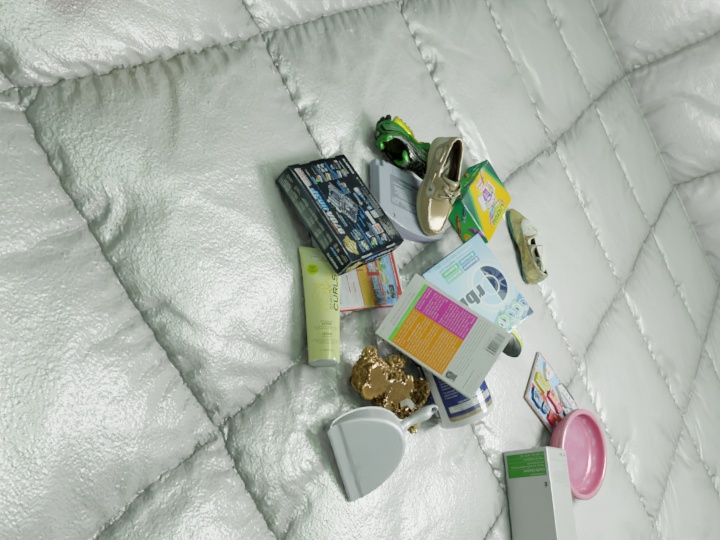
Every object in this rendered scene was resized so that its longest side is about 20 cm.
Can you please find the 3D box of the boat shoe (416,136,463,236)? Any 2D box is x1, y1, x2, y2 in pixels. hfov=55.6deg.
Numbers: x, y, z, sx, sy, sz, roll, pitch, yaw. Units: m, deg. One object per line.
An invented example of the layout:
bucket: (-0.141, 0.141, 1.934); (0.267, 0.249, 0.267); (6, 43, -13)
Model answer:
boat shoe: (0.163, -0.166, 1.354); (0.072, 0.065, 0.201); (10, 91, -32)

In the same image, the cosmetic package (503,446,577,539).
cosmetic package: (0.362, 0.465, 1.373); (0.085, 0.107, 0.201); (21, 58, -42)

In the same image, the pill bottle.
pill bottle: (0.163, 0.180, 1.267); (0.111, 0.111, 0.201); (-22, 91, -50)

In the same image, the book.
book: (0.145, 0.113, 1.196); (0.200, 0.048, 0.134); (34, 83, 11)

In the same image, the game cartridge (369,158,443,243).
game cartridge: (0.093, -0.131, 1.381); (0.200, 0.040, 0.134); (21, 55, -41)

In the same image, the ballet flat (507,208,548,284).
ballet flat: (0.423, -0.066, 1.699); (0.071, 0.071, 0.201); (1, 73, -48)

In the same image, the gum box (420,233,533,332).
gum box: (0.230, 0.053, 1.375); (0.170, 0.045, 0.200); (-35, 88, -28)

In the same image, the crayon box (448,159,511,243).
crayon box: (0.271, -0.154, 1.571); (0.119, 0.058, 0.200); (54, 42, -17)

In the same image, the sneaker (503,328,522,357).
sneaker: (0.266, 0.134, 1.444); (0.200, 0.074, 0.081); (38, 55, -22)

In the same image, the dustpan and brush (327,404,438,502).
dustpan and brush: (0.047, 0.267, 1.105); (0.199, 0.057, 0.140); (-20, 104, -15)

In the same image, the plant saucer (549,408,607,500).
plant saucer: (0.496, 0.420, 1.568); (0.200, 0.051, 0.202); (9, 77, -41)

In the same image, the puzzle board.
puzzle board: (0.459, 0.311, 1.616); (0.200, 0.017, 0.151); (52, 43, -20)

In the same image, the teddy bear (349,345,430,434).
teddy bear: (0.048, 0.207, 1.171); (0.200, 0.067, 0.146); (15, 81, -45)

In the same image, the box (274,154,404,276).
box: (-0.033, -0.102, 1.179); (0.159, 0.046, 0.200); (-24, 77, -50)

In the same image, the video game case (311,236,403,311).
video game case: (0.000, 0.000, 1.233); (0.199, 0.017, 0.144); (-2, 75, -48)

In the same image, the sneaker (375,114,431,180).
sneaker: (0.105, -0.224, 1.394); (0.200, 0.078, 0.085); (33, 44, -18)

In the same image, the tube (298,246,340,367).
tube: (-0.063, 0.055, 1.115); (0.058, 0.052, 0.201); (31, 50, -53)
